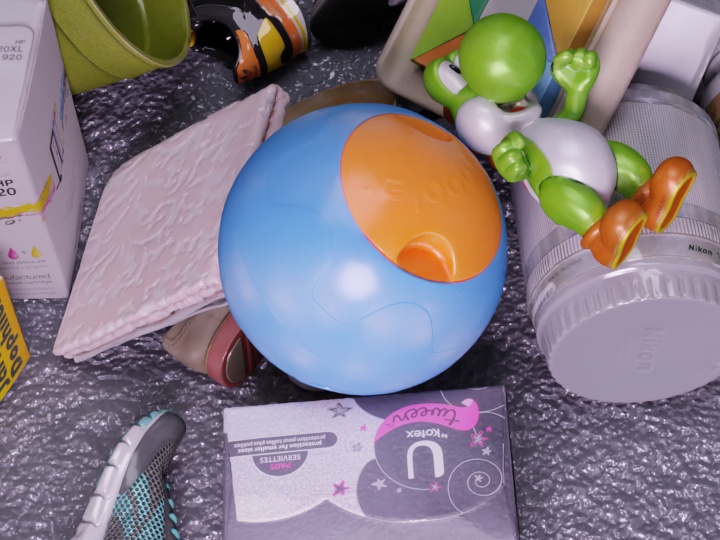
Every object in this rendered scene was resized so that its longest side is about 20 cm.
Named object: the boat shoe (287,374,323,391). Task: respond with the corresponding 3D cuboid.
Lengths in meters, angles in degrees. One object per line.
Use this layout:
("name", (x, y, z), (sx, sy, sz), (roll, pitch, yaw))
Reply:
("boat shoe", (0.003, 0.001, 1.599), (0.074, 0.068, 0.199), (27, 61, 23))

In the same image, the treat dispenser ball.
("treat dispenser ball", (0.001, -0.015, 1.446), (0.200, 0.201, 0.201), (-2, 54, 3))

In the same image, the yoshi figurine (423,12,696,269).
("yoshi figurine", (0.128, -0.102, 1.423), (0.200, 0.112, 0.112), (39, 99, 20))

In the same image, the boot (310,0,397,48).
("boot", (0.025, -0.300, 1.760), (0.073, 0.204, 0.154), (25, 42, -29))

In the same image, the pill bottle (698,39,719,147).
("pill bottle", (0.322, -0.105, 1.620), (0.114, 0.114, 0.200), (-8, 53, 0))

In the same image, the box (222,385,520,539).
("box", (0.009, 0.165, 1.449), (0.200, 0.115, 0.132), (-4, 54, 2))

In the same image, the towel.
("towel", (-0.142, -0.033, 1.591), (0.200, 0.032, 0.191), (-22, 43, 41))

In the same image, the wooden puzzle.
("wooden puzzle", (0.117, -0.186, 1.526), (0.200, 0.037, 0.185), (30, 95, 37))

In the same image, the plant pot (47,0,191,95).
("plant pot", (-0.272, -0.216, 1.705), (0.193, 0.200, 0.201), (-25, 51, 21))

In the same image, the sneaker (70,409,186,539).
("sneaker", (-0.156, 0.193, 1.483), (0.091, 0.078, 0.200), (22, 61, 2))

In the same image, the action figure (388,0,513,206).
("action figure", (0.123, -0.139, 1.659), (0.193, 0.105, 0.200), (6, 55, -23))

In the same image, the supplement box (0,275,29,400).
("supplement box", (-0.368, 0.043, 1.577), (0.200, 0.109, 0.110), (20, 58, 18))

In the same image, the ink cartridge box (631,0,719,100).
("ink cartridge box", (0.199, -0.213, 1.654), (0.144, 0.085, 0.200), (20, 21, -4))

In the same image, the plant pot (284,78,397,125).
("plant pot", (-0.052, -0.079, 1.633), (0.200, 0.028, 0.200), (-28, 24, 14))

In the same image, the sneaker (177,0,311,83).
("sneaker", (-0.135, -0.233, 1.782), (0.090, 0.070, 0.200), (-37, 61, -23))

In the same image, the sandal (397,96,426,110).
("sandal", (0.075, -0.212, 1.756), (0.057, 0.080, 0.201), (-5, 47, 46))

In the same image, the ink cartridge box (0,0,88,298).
("ink cartridge box", (-0.303, -0.091, 1.612), (0.147, 0.200, 0.145), (-1, 54, 5))

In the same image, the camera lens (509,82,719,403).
("camera lens", (0.195, -0.024, 1.540), (0.160, 0.160, 0.200), (-6, 56, 1))

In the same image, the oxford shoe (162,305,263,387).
("oxford shoe", (-0.079, -0.005, 1.612), (0.075, 0.071, 0.200), (21, 57, 26))
